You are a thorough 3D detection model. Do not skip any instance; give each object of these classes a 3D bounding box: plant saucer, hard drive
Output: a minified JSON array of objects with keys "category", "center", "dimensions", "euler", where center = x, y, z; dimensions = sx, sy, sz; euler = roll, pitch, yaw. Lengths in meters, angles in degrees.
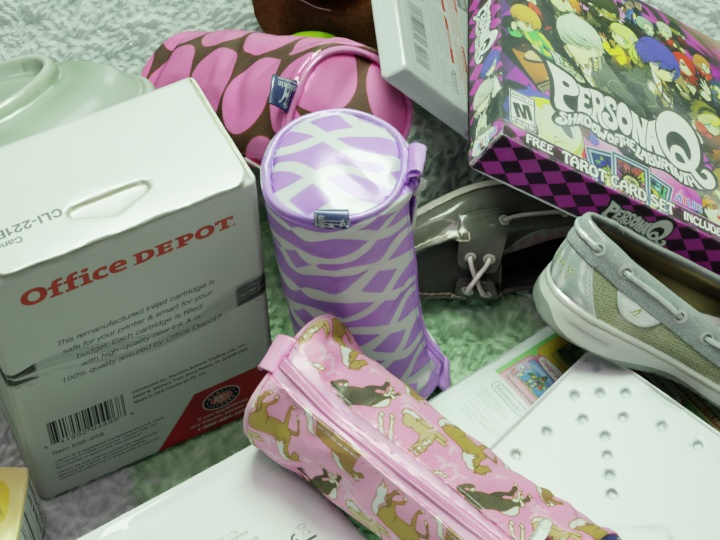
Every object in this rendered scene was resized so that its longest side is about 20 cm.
[{"category":"plant saucer","center":[-0.216,-0.079,1.116],"dimensions":[0.200,0.050,0.200],"euler":[-20,24,9]},{"category":"hard drive","center":[-0.035,0.179,0.933],"dimensions":[0.132,0.027,0.200],"euler":[-26,55,-31]}]

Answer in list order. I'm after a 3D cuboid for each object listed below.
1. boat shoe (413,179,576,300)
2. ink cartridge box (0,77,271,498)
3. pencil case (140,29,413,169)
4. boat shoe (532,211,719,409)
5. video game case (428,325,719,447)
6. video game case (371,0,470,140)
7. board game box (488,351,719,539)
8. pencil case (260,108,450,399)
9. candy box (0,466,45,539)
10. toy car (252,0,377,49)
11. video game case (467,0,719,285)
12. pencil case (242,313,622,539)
[{"category":"boat shoe","center":[0.102,-0.017,1.119],"dimensions":[0.200,0.067,0.057],"euler":[-15,50,-15]},{"category":"ink cartridge box","center":[-0.129,0.012,1.016],"dimensions":[0.144,0.200,0.084],"euler":[-22,56,-16]},{"category":"pencil case","center":[-0.060,-0.092,1.118],"dimensions":[0.200,0.091,0.094],"euler":[13,75,59]},{"category":"boat shoe","center":[0.195,0.027,1.054],"dimensions":[0.202,0.065,0.074],"euler":[21,33,-9]},{"category":"video game case","center":[0.139,0.115,1.049],"dimensions":[0.182,0.022,0.200],"euler":[-31,58,-20]},{"category":"video game case","center":[0.068,-0.130,1.131],"dimensions":[0.018,0.200,0.143],"euler":[-25,55,28]},{"category":"board game box","center":[0.132,0.161,0.981],"dimensions":[0.200,0.026,0.200],"euler":[36,64,26]},{"category":"pencil case","center":[0.000,0.000,1.028],"dimensions":[0.085,0.200,0.084],"euler":[-5,54,3]},{"category":"candy box","center":[-0.232,0.195,0.971],"dimensions":[0.115,0.055,0.200],"euler":[1,54,3]},{"category":"toy car","center":[-0.002,-0.222,1.183],"dimensions":[0.157,0.200,0.165],"euler":[-6,53,7]},{"category":"video game case","center":[0.151,-0.092,1.111],"dimensions":[0.200,0.036,0.182],"euler":[24,43,-21]},{"category":"pencil case","center":[0.032,0.106,0.950],"dimensions":[0.200,0.087,0.083],"euler":[37,43,22]}]
